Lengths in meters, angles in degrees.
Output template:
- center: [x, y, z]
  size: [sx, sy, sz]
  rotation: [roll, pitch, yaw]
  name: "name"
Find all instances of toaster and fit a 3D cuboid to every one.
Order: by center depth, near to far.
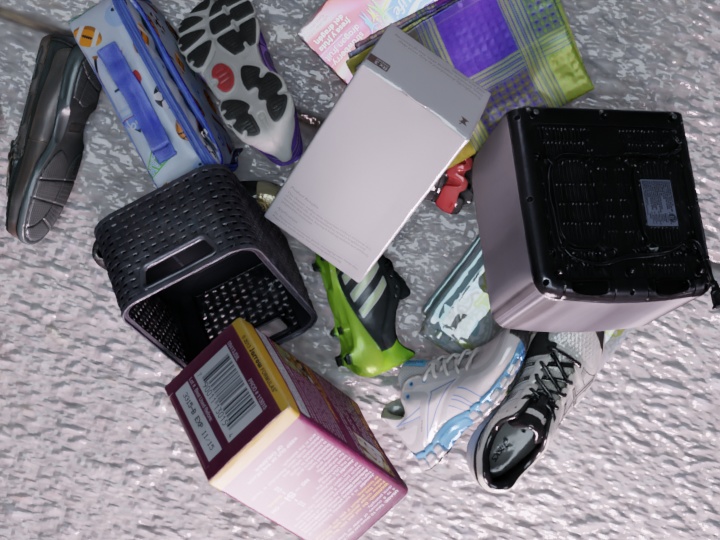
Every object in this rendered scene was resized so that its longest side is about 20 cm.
- center: [0.208, -0.038, 1.307]
  size: [0.179, 0.119, 0.202]
  rotation: [-1, 72, -19]
  name: "toaster"

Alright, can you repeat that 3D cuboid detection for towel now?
- center: [0.099, -0.176, 1.314]
  size: [0.198, 0.023, 0.145]
  rotation: [-27, 112, -1]
  name: "towel"
- center: [0.175, 0.026, 1.412]
  size: [0.171, 0.048, 0.201]
  rotation: [37, 98, -6]
  name: "towel"

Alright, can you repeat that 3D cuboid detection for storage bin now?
- center: [-0.137, 0.005, 1.335]
  size: [0.134, 0.200, 0.094]
  rotation: [-27, 63, 5]
  name: "storage bin"

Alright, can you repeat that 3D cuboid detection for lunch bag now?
- center: [-0.182, -0.155, 1.339]
  size: [0.075, 0.160, 0.201]
  rotation: [-30, 92, 5]
  name: "lunch bag"

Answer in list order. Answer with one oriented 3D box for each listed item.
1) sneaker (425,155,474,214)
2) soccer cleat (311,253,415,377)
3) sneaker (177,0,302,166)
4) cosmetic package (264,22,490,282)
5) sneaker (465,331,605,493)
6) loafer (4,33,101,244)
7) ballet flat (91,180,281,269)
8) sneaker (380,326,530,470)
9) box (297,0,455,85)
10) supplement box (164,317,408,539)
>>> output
- center: [0.077, -0.158, 1.376]
  size: [0.097, 0.071, 0.203]
  rotation: [13, 100, -2]
  name: "sneaker"
- center: [0.000, 0.000, 1.411]
  size: [0.080, 0.067, 0.202]
  rotation: [-13, 93, -20]
  name: "soccer cleat"
- center: [-0.108, -0.173, 1.354]
  size: [0.080, 0.084, 0.201]
  rotation: [-26, 58, 4]
  name: "sneaker"
- center: [0.013, -0.099, 1.278]
  size: [0.112, 0.081, 0.200]
  rotation: [36, 129, -4]
  name: "cosmetic package"
- center: [0.170, 0.122, 1.360]
  size: [0.075, 0.088, 0.201]
  rotation: [29, 97, -2]
  name: "sneaker"
- center: [-0.302, -0.127, 1.406]
  size: [0.062, 0.072, 0.202]
  rotation: [20, 92, 19]
  name: "loafer"
- center: [-0.161, -0.036, 1.410]
  size: [0.198, 0.057, 0.067]
  rotation: [-18, 98, 5]
  name: "ballet flat"
- center: [0.082, 0.106, 1.377]
  size: [0.086, 0.075, 0.200]
  rotation: [39, 128, 0]
  name: "sneaker"
- center: [0.043, -0.256, 1.348]
  size: [0.095, 0.103, 0.200]
  rotation: [43, 96, -4]
  name: "box"
- center: [-0.067, 0.156, 1.350]
  size: [0.103, 0.131, 0.200]
  rotation: [-43, 134, 7]
  name: "supplement box"
